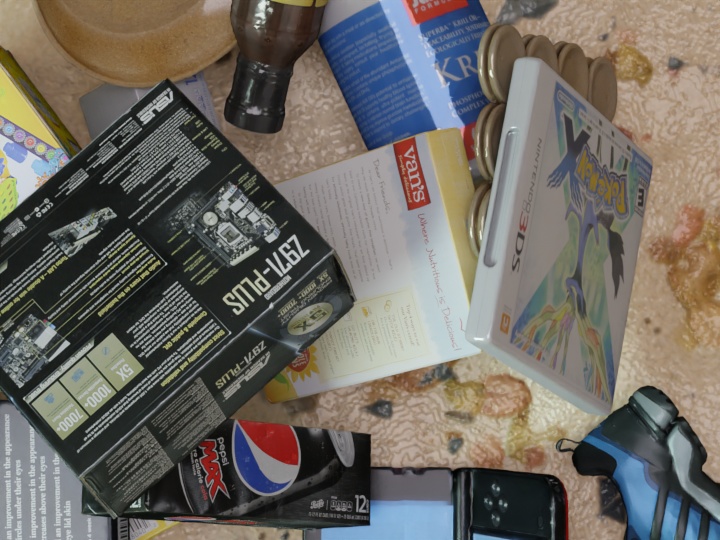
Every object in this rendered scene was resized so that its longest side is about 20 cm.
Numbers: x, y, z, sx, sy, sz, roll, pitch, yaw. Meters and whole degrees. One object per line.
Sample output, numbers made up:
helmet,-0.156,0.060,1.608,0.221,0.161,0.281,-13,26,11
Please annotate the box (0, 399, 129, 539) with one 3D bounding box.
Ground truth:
box,-0.252,0.159,1.464,0.198,0.104,0.150,-1,86,1

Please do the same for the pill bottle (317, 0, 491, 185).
pill bottle,0.034,-0.149,1.498,0.111,0.112,0.201,-25,89,-1

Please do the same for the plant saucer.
plant saucer,-0.133,-0.217,1.433,0.199,0.035,0.202,-19,124,-30

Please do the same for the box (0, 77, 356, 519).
box,-0.131,0.015,1.340,0.200,0.086,0.164,-42,67,-9

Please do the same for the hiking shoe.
hiking shoe,0.221,0.179,1.516,0.086,0.074,0.201,-34,79,6

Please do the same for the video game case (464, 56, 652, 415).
video game case,0.133,-0.017,1.447,0.022,0.200,0.184,4,76,29

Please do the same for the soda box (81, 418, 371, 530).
soda box,-0.083,0.131,1.443,0.070,0.199,0.064,-9,77,43

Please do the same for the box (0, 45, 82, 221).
box,-0.282,-0.050,1.449,0.192,0.200,0.122,-37,89,-1

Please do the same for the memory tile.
memory tile,0.120,-0.076,1.463,0.017,0.199,0.155,2,88,30

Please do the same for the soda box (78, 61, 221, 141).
soda box,-0.121,-0.036,1.501,0.063,0.068,0.202,-14,86,-43

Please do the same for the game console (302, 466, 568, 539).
game console,0.049,0.234,1.487,0.118,0.172,0.202,1,88,-27

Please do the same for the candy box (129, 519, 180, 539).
candy box,-0.225,0.171,1.528,0.199,0.026,0.103,-29,85,-1

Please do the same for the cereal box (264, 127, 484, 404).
cereal box,0.000,0.000,1.469,0.199,0.039,0.145,-15,88,42

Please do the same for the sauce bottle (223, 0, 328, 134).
sauce bottle,-0.050,-0.188,1.446,0.064,0.065,0.202,15,109,0
